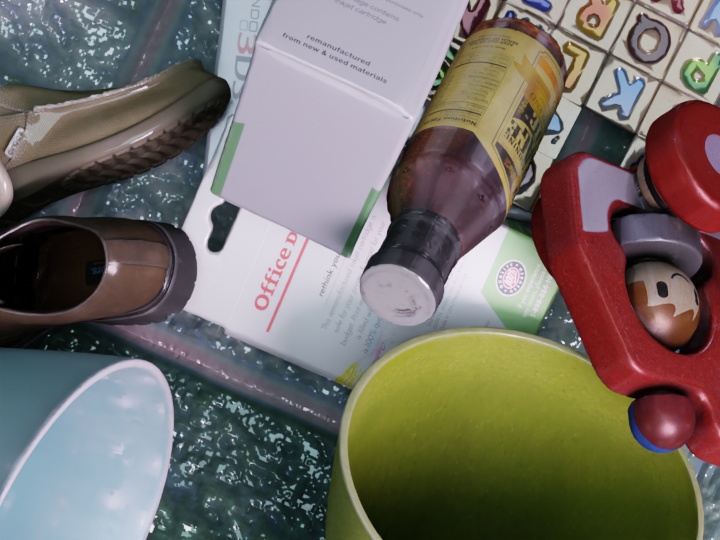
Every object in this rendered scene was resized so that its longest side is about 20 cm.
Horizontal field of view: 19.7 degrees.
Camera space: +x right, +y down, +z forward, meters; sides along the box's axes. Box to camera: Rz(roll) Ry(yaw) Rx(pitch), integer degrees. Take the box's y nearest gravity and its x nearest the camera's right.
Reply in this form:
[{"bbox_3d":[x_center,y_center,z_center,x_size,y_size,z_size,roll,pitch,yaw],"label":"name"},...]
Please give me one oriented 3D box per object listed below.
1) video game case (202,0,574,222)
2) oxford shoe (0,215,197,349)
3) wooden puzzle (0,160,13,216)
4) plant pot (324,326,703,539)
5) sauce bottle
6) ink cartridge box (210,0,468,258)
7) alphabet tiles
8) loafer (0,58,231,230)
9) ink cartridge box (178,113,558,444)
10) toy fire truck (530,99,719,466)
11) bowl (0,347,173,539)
[{"bbox_3d":[0.019,-0.129,1.174,0.198,0.023,0.184,7,88,-2],"label":"video game case"},{"bbox_3d":[-0.191,0.004,1.105,0.199,0.084,0.073,-16,75,30],"label":"oxford shoe"},{"bbox_3d":[-0.308,-0.060,1.122,0.199,0.037,0.186,-35,73,6],"label":"wooden puzzle"},{"bbox_3d":[0.055,0.165,1.073,0.186,0.201,0.188,10,45,-10],"label":"plant pot"},{"bbox_3d":[0.052,-0.051,1.070,0.066,0.066,0.201,28,49,-1],"label":"sauce bottle"},{"bbox_3d":[0.007,-0.133,1.048,0.087,0.146,0.201,25,61,0],"label":"ink cartridge box"},{"bbox_3d":[0.103,-0.122,1.161,0.199,0.008,0.168,27,88,-1],"label":"alphabet tiles"},{"bbox_3d":[-0.169,-0.075,1.138,0.199,0.076,0.068,-23,83,1],"label":"loafer"},{"bbox_3d":[0.000,0.000,1.134,0.199,0.067,0.118,24,97,-5],"label":"ink cartridge box"},{"bbox_3d":[0.178,0.021,1.064,0.199,0.112,0.169,19,54,-35],"label":"toy fire truck"},{"bbox_3d":[-0.193,0.120,1.090,0.104,0.201,0.202,24,87,19],"label":"bowl"}]
